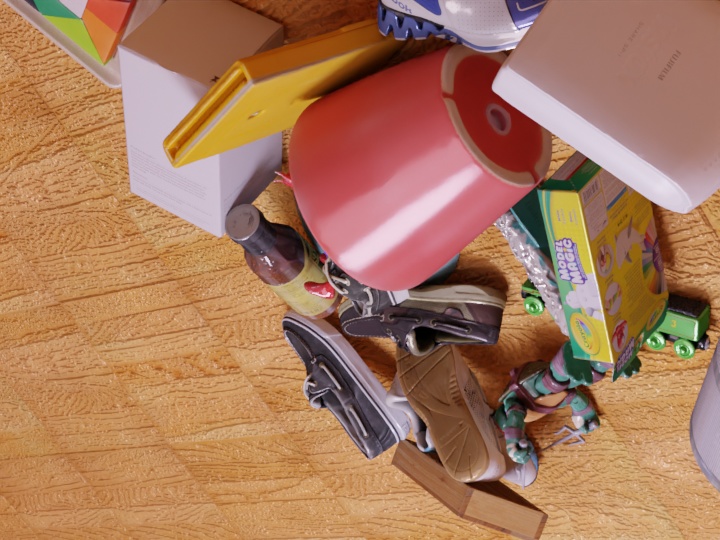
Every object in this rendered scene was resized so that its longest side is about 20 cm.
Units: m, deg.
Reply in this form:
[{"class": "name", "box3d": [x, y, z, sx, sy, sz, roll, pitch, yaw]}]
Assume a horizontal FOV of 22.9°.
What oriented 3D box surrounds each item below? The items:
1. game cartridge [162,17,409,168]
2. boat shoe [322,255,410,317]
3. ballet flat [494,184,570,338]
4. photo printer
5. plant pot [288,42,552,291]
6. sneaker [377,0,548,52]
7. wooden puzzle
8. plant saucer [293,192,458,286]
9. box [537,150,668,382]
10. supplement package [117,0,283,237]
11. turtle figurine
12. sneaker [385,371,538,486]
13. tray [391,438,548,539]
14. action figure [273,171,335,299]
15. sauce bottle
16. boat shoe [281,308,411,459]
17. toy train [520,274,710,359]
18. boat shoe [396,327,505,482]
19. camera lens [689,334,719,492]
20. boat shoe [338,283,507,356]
[{"class": "game cartridge", "box3d": [-0.065, -0.168, 1.622, 0.033, 0.199, 0.176, 61, 143, 6]}, {"class": "boat shoe", "box3d": [0.000, 0.000, 1.722, 0.071, 0.063, 0.200, 58, 180, 24]}, {"class": "ballet flat", "box3d": [0.187, 0.001, 1.674, 0.201, 0.071, 0.072, 59, 144, 5]}, {"class": "photo printer", "box3d": [0.228, -0.154, 1.408, 0.199, 0.167, 0.070, 35, 164, 5]}, {"class": "plant pot", "box3d": [0.063, -0.104, 1.593, 0.177, 0.201, 0.201, -28, 109, 40]}, {"class": "sneaker", "box3d": [0.078, -0.255, 1.497, 0.198, 0.081, 0.116, 8, 136, 38]}, {"class": "wooden puzzle", "box3d": [-0.292, -0.292, 1.814, 0.185, 0.037, 0.200, 39, 144, 0]}, {"class": "plant saucer", "box3d": [0.007, -0.047, 1.821, 0.199, 0.036, 0.201, 24, 142, 20]}, {"class": "box", "box3d": [0.221, -0.011, 1.584, 0.048, 0.117, 0.202, 5, 123, 38]}, {"class": "supplement package", "box3d": [-0.155, -0.159, 1.767, 0.120, 0.120, 0.201, 27, 143, 19]}, {"class": "turtle figurine", "box3d": [0.188, 0.136, 1.792, 0.101, 0.149, 0.200, 52, 137, 11]}, {"class": "sneaker", "box3d": [0.105, 0.180, 1.939, 0.200, 0.087, 0.075, 39, 143, -3]}, {"class": "tray", "box3d": [0.113, 0.234, 1.901, 0.098, 0.037, 0.200, 21, -178, -21]}, {"class": "action figure", "box3d": [-0.041, -0.061, 1.759, 0.098, 0.066, 0.201, 25, 143, 2]}, {"class": "sauce bottle", "box3d": [-0.080, -0.011, 1.847, 0.065, 0.067, 0.200, 17, 166, 27]}, {"class": "boat shoe", "box3d": [-0.030, 0.124, 1.973, 0.200, 0.071, 0.072, 45, 159, 21]}, {"class": "toy train", "box3d": [0.242, 0.033, 1.702, 0.198, 0.042, 0.057, 17, 129, 28]}, {"class": "boat shoe", "box3d": [0.097, 0.136, 1.863, 0.071, 0.201, 0.069, -34, 149, 25]}, {"class": "camera lens", "box3d": [0.382, 0.108, 1.557, 0.159, 0.160, 0.201, 26, 142, 16]}, {"class": "boat shoe", "box3d": [0.058, 0.055, 1.829, 0.199, 0.066, 0.073, -9, 155, 37]}]
